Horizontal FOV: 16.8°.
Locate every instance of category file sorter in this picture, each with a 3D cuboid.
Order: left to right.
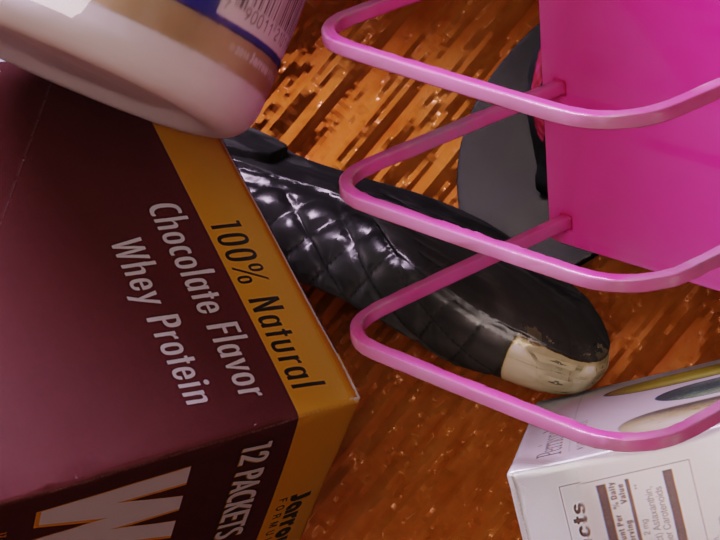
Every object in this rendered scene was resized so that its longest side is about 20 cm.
[{"bbox_3d":[0.068,-0.070,0.682,0.139,0.125,0.201,19,122,43],"label":"file sorter"}]

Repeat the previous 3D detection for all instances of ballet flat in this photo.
[{"bbox_3d":[0.000,0.000,0.846,0.199,0.066,0.057,25,112,28],"label":"ballet flat"}]

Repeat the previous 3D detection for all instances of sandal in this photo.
[{"bbox_3d":[0.098,-0.079,0.831,0.075,0.045,0.200,47,109,15],"label":"sandal"}]

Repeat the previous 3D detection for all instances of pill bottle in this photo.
[{"bbox_3d":[-0.048,-0.150,0.714,0.115,0.116,0.201,21,85,13],"label":"pill bottle"}]

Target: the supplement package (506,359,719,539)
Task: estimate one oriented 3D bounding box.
[{"bbox_3d":[0.161,0.098,0.739,0.199,0.152,0.152,-14,93,8],"label":"supplement package"}]

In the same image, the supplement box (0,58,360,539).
[{"bbox_3d":[-0.141,0.023,0.772,0.199,0.133,0.198,-15,61,-25],"label":"supplement box"}]
